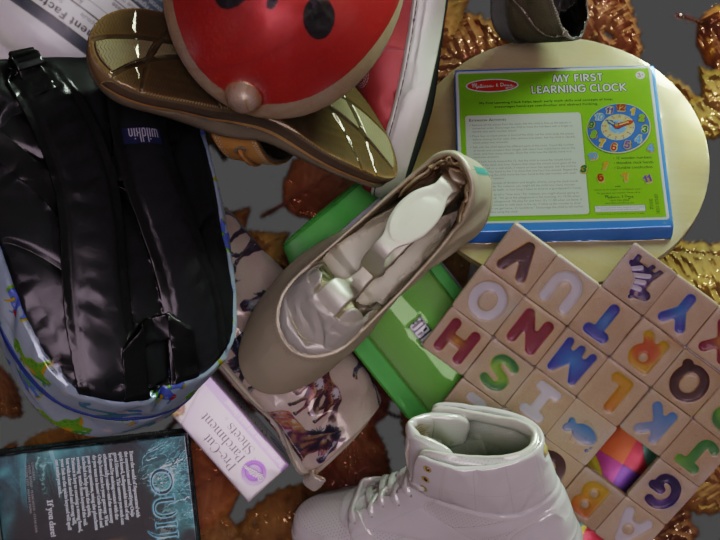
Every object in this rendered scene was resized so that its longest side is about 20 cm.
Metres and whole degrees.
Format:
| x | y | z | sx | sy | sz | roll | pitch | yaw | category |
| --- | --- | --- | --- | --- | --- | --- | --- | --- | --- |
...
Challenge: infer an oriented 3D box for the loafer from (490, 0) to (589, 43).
| x | y | z | sx | sy | sz | roll | pitch | yaw | category |
| --- | --- | --- | --- | --- | --- | --- | --- | --- | --- |
| 0.132 | -0.239 | 0.765 | 0.075 | 0.069 | 0.201 | -31 | 134 | -33 | loafer |

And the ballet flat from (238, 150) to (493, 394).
| x | y | z | sx | sy | sz | roll | pitch | yaw | category |
| --- | --- | --- | --- | --- | --- | --- | --- | --- | --- |
| 0.000 | 0.000 | 0.720 | 0.200 | 0.069 | 0.070 | -44 | 95 | 0 | ballet flat |

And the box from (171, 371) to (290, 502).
| x | y | z | sx | sy | sz | roll | pitch | yaw | category |
| --- | --- | --- | --- | --- | --- | --- | --- | --- | --- |
| -0.127 | 0.069 | 0.807 | 0.041 | 0.039 | 0.200 | -40 | 95 | -1 | box |

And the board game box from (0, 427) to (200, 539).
| x | y | z | sx | sy | sz | roll | pitch | yaw | category |
| --- | --- | --- | --- | --- | --- | --- | --- | --- | --- |
| -0.174 | 0.216 | 0.813 | 0.134 | 0.028 | 0.202 | -5 | 92 | -5 | board game box |

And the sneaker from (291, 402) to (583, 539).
| x | y | z | sx | sy | sz | roll | pitch | yaw | category |
| --- | --- | --- | --- | --- | --- | --- | --- | --- | --- |
| 0.034 | 0.134 | 0.756 | 0.198 | 0.074 | 0.116 | -7 | 124 | 22 | sneaker |

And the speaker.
| x | y | z | sx | sy | sz | roll | pitch | yaw | category |
| --- | --- | --- | --- | --- | --- | --- | --- | --- | --- |
| 0.036 | 0.038 | 0.800 | 0.088 | 0.088 | 0.200 | -39 | 95 | -3 | speaker |

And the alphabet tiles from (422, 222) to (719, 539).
| x | y | z | sx | sy | sz | roll | pitch | yaw | category |
| --- | --- | --- | --- | --- | --- | --- | --- | --- | --- |
| 0.147 | 0.067 | 0.745 | 0.199 | 0.008 | 0.168 | 36 | 105 | -4 | alphabet tiles |

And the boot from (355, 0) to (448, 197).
| x | y | z | sx | sy | sz | roll | pitch | yaw | category |
| --- | --- | --- | --- | --- | --- | --- | --- | --- | --- |
| -0.018 | -0.153 | 0.752 | 0.143 | 0.072 | 0.202 | 8 | 101 | 4 | boot |

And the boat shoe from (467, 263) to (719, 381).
| x | y | z | sx | sy | sz | roll | pitch | yaw | category |
| --- | --- | --- | --- | --- | --- | --- | --- | --- | --- |
| 0.161 | 0.043 | 0.796 | 0.201 | 0.075 | 0.087 | 24 | 123 | 9 | boat shoe |

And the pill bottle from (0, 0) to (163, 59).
| x | y | z | sx | sy | sz | roll | pitch | yaw | category |
| --- | --- | --- | --- | --- | --- | --- | --- | --- | --- |
| -0.177 | -0.172 | 0.755 | 0.119 | 0.120 | 0.201 | 35 | 89 | -5 | pill bottle |

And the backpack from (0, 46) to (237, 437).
| x | y | z | sx | sy | sz | roll | pitch | yaw | category |
| --- | --- | --- | --- | --- | --- | --- | --- | --- | --- |
| -0.147 | -0.009 | 0.673 | 0.162 | 0.154 | 0.201 | -12 | 63 | -35 | backpack |

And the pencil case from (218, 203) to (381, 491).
| x | y | z | sx | sy | sz | roll | pitch | yaw | category |
| --- | --- | --- | --- | --- | --- | --- | --- | --- | --- |
| -0.069 | 0.048 | 0.791 | 0.089 | 0.078 | 0.200 | -42 | 95 | -23 | pencil case |

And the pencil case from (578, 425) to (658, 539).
| x | y | z | sx | sy | sz | roll | pitch | yaw | category |
| --- | --- | --- | --- | --- | --- | --- | --- | --- | --- |
| 0.164 | 0.169 | 0.818 | 0.088 | 0.088 | 0.201 | 32 | 90 | -5 | pencil case |

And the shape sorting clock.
| x | y | z | sx | sy | sz | roll | pitch | yaw | category |
| --- | --- | --- | --- | --- | --- | --- | --- | --- | --- |
| 0.132 | -0.075 | 0.791 | 0.198 | 0.039 | 0.202 | -2 | 65 | 3 | shape sorting clock |

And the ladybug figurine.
| x | y | z | sx | sy | sz | roll | pitch | yaw | category |
| --- | --- | --- | --- | --- | --- | --- | --- | --- | --- |
| -0.036 | -0.174 | 0.642 | 0.135 | 0.072 | 0.201 | 15 | 65 | -9 | ladybug figurine |

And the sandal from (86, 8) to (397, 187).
| x | y | z | sx | sy | sz | roll | pitch | yaw | category |
| --- | --- | --- | --- | --- | --- | --- | --- | --- | --- |
| -0.068 | -0.092 | 0.677 | 0.199 | 0.054 | 0.081 | 13 | 52 | -31 | sandal |
